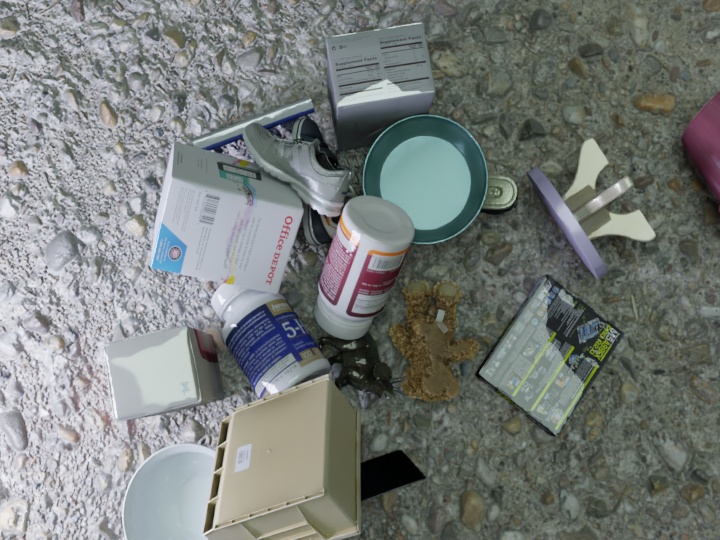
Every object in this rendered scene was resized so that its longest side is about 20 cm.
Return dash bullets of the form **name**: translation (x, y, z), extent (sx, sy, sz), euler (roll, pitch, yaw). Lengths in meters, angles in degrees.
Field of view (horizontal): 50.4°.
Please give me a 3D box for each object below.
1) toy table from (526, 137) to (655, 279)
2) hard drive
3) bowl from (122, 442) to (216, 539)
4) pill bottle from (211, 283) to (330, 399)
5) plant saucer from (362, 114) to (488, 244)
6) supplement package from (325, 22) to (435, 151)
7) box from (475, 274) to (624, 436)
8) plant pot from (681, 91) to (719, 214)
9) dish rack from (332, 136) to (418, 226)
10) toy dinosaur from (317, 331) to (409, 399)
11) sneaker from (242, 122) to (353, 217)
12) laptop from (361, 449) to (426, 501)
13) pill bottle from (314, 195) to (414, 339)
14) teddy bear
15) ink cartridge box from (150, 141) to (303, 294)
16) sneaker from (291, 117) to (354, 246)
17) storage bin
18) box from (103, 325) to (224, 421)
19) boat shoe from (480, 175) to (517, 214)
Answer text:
- **toy table**: translation (0.368, -0.104, 1.214), extent (0.116, 0.184, 0.202), euler (-33, 95, 10)
- **hard drive**: translation (-0.174, -0.237, 1.245), extent (0.196, 0.132, 0.026), euler (-21, 104, -4)
- **bowl**: translation (-0.253, 0.362, 1.163), extent (0.195, 0.090, 0.207), euler (-1, 85, 6)
- **pill bottle**: translation (-0.145, 0.106, 1.190), extent (0.119, 0.120, 0.201), euler (-35, 72, -6)
- **plant saucer**: translation (0.101, -0.140, 1.195), extent (0.194, 0.036, 0.206), euler (-1, 84, 6)
- **supplement package**: translation (0.027, -0.286, 1.218), extent (0.151, 0.200, 0.114), euler (-10, 81, -3)
- **box**: translation (0.304, 0.136, 1.233), extent (0.159, 0.044, 0.202), euler (36, 83, 4)
- **plant pot**: translation (0.624, -0.193, 1.224), extent (0.198, 0.201, 0.180), euler (-35, 67, -6)
- **dish rack**: translation (0.000, -0.136, 1.256), extent (0.194, 0.055, 0.158), euler (-2, 81, 10)
- **toy dinosaur**: translation (-0.008, 0.138, 1.224), extent (0.100, 0.078, 0.203), euler (-18, 60, -15)
- **sneaker**: translation (-0.090, -0.168, 1.145), extent (0.199, 0.074, 0.083), euler (38, 108, 13)
- **laptop**: translation (-0.004, 0.364, 1.122), extent (0.113, 0.187, 0.205), euler (18, 86, -7)
- **pill bottle**: translation (0.000, 0.000, 1.158), extent (0.111, 0.203, 0.116), euler (14, 37, -11)
- **teddy bear**: translation (0.115, 0.111, 1.232), extent (0.141, 0.067, 0.205), euler (-12, 75, -12)
- **ink cartridge box**: translation (-0.203, -0.079, 1.159), extent (0.195, 0.147, 0.149), euler (13, 115, -19)
- **sneaker**: translation (-0.054, -0.145, 1.205), extent (0.078, 0.078, 0.206), euler (-10, 87, 28)
- **storage bin**: translation (-0.105, 0.274, 1.054), extent (0.195, 0.094, 0.202), euler (-22, 37, 17)
- **box**: translation (-0.288, 0.155, 1.145), extent (0.124, 0.200, 0.112), euler (-12, 82, -3)
- **boat shoe**: translation (0.163, -0.130, 1.266), extent (0.195, 0.067, 0.074), euler (11, 88, 17)
